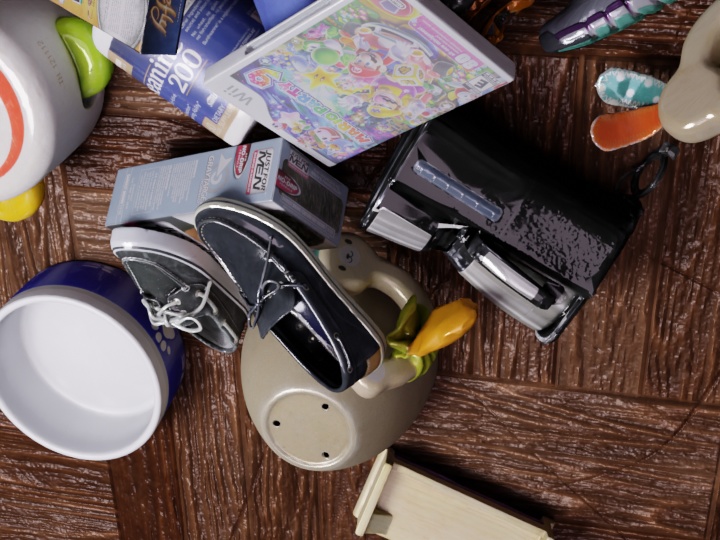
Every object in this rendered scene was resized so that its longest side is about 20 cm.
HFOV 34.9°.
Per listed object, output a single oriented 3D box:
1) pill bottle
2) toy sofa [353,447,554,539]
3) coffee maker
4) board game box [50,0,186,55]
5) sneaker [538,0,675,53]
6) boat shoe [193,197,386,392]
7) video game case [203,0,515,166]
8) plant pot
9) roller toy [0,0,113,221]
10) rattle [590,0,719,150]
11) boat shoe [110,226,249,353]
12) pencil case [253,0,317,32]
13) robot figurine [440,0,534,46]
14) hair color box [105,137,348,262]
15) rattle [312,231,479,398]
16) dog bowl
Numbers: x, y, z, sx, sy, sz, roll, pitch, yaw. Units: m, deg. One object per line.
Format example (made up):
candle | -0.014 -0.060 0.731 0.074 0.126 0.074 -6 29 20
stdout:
pill bottle | -0.154 -0.205 0.966 0.199 0.111 0.111 35 122 -6
toy sofa | 0.097 0.260 1.194 0.198 0.098 0.084 24 98 1
coffee maker | 0.125 -0.070 0.974 0.199 0.135 0.193 32 83 -6
board game box | -0.166 -0.275 0.832 0.135 0.034 0.202 33 118 39
sneaker | 0.218 -0.244 0.882 0.198 0.074 0.088 -26 92 20
boat shoe | -0.064 0.020 0.937 0.200 0.062 0.075 45 139 -3
video game case | -0.004 -0.147 0.865 0.199 0.018 0.143 -20 143 41
plant pot | -0.033 0.114 1.104 0.198 0.135 0.202 7 121 11
roller toy | -0.336 -0.160 1.024 0.181 0.140 0.201 32 123 -4
rattle | 0.300 -0.136 0.904 0.199 0.142 0.131 -37 63 29
boat shoe | -0.168 0.024 1.067 0.073 0.069 0.199 2 158 22
pencil case | -0.049 -0.249 0.860 0.078 0.087 0.201 29 148 40
robot figurine | 0.118 -0.227 0.865 0.058 0.145 0.200 45 111 -3
hair color box | -0.120 -0.056 1.020 0.198 0.061 0.099 -6 154 35
rattle | 0.000 0.000 1.004 0.129 0.143 0.202 -25 76 -12
dog bowl | -0.286 0.094 1.193 0.197 0.079 0.202 7 120 12
